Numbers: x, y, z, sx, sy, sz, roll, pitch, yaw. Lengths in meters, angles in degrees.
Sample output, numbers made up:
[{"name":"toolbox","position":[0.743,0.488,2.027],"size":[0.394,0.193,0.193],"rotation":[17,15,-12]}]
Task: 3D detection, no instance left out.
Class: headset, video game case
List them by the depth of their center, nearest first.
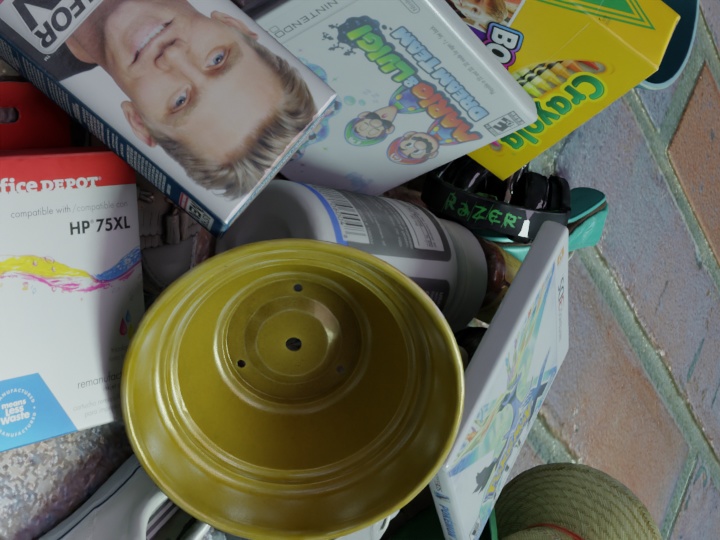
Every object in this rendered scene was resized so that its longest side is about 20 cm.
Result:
[{"name":"video game case","position":[-0.005,-0.122,0.724],"size":[0.200,0.182,0.024],"rotation":[35,41,-45]},{"name":"video game case","position":[0.107,0.092,0.777],"size":[0.200,0.022,0.182],"rotation":[-59,155,-24]},{"name":"headset","position":[0.127,-0.075,0.921],"size":[0.200,0.123,0.094],"rotation":[-26,132,-71]}]

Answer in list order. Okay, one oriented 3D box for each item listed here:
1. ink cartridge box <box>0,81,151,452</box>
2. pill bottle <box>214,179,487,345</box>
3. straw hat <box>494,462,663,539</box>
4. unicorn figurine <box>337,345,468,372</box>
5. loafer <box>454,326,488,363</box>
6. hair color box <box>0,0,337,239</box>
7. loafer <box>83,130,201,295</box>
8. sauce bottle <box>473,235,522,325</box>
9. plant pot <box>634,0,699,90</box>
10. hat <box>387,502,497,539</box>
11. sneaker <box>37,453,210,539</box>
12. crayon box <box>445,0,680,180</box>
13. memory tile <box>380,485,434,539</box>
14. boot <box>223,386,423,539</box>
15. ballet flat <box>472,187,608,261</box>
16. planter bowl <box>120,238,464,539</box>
[{"name":"ink cartridge box","position":[-0.191,-0.008,0.605],"size":[0.116,0.067,0.200],"rotation":[-12,103,-47]},{"name":"pill bottle","position":[0.000,0.000,0.786],"size":[0.200,0.114,0.114],"rotation":[6,90,-48]},{"name":"straw hat","position":[0.151,0.254,0.855],"size":[0.085,0.201,0.201],"rotation":[13,84,-50]},{"name":"unicorn figurine","position":[0.048,0.092,0.800],"size":[0.200,0.137,0.074],"rotation":[82,-2,-80]},{"name":"loafer","position":[0.078,0.113,0.896],"size":[0.201,0.070,0.068],"rotation":[-45,125,-44]},{"name":"hair color box","position":[-0.121,-0.121,0.587],"size":[0.200,0.061,0.100],"rotation":[40,77,-5]},{"name":"loafer","position":[-0.133,-0.078,0.665],"size":[0.072,0.063,0.200],"rotation":[-23,111,-45]},{"name":"sauce bottle","position":[0.131,0.024,0.938],"size":[0.200,0.066,0.066],"rotation":[30,72,-56]},{"name":"plant pot","position":[0.148,-0.239,0.864],"size":[0.200,0.188,0.201],"rotation":[0,90,-51]},{"name":"hat","position":[0.013,0.248,0.870],"size":[0.200,0.176,0.166],"rotation":[-96,-170,-69]},{"name":"sneaker","position":[-0.160,0.187,0.658],"size":[0.200,0.071,0.073],"rotation":[-52,129,-31]},{"name":"crayon box","position":[0.095,-0.168,0.764],"size":[0.172,0.200,0.058],"rotation":[35,63,-10]},{"name":"memory tile","position":[0.011,0.205,0.895],"size":[0.153,0.017,0.200],"rotation":[-42,124,-37]},{"name":"boot","position":[-0.003,0.149,0.750],"size":[0.095,0.200,0.074],"rotation":[22,45,-39]},{"name":"ballet flat","position":[0.175,-0.024,1.019],"size":[0.200,0.067,0.071],"rotation":[-22,124,-43]},{"name":"planter bowl","position":[-0.041,0.060,0.651],"size":[0.083,0.200,0.201],"rotation":[-98,173,-67]}]
